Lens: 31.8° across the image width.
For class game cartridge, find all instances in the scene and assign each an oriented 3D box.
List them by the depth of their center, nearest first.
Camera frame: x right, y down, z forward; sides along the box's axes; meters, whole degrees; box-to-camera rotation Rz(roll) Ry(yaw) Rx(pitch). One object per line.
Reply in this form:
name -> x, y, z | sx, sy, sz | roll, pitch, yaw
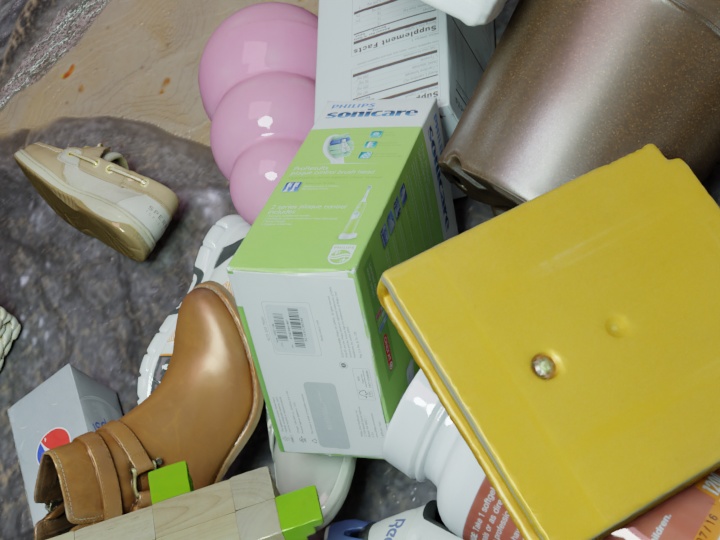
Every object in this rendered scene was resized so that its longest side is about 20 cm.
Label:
game cartridge -> 0.135, 0.037, 0.685 | 0.198, 0.033, 0.177 | -24, 68, -19

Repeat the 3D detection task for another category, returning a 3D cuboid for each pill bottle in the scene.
pill bottle -> 0.116, 0.125, 0.723 | 0.199, 0.112, 0.113 | 31, 80, 18

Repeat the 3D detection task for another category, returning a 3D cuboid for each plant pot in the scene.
plant pot -> 0.161, -0.113, 0.830 | 0.199, 0.200, 0.200 | 32, 88, 39

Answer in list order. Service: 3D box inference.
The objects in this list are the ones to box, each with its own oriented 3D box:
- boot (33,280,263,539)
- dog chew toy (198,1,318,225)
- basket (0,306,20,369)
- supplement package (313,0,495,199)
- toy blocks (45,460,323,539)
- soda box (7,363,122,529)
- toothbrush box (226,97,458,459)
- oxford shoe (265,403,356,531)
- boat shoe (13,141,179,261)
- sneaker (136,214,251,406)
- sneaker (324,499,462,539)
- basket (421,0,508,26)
boot -> -0.148, 0.110, 0.850 | 0.076, 0.154, 0.203 | 11, 99, 46
dog chew toy -> -0.065, -0.113, 0.990 | 0.123, 0.125, 0.202 | -20, 51, 18
basket -> -0.428, 0.073, 1.073 | 0.198, 0.161, 0.200 | 10, 68, 35
supplement package -> 0.037, -0.162, 0.969 | 0.108, 0.114, 0.202 | -13, 56, 23
toy blocks -> -0.107, 0.205, 0.791 | 0.197, 0.138, 0.101 | -18, 44, -1
soda box -> -0.202, 0.173, 0.946 | 0.068, 0.063, 0.201 | -35, 51, 10
toothbrush box -> 0.000, 0.000, 0.824 | 0.085, 0.147, 0.201 | 2, 37, 20
oxford shoe -> -0.043, 0.091, 0.882 | 0.075, 0.058, 0.202 | -31, 40, 28
boat shoe -> -0.228, -0.073, 1.107 | 0.199, 0.074, 0.069 | 30, 68, 37
sneaker -> -0.103, 0.049, 0.955 | 0.079, 0.074, 0.202 | 8, 68, 31
sneaker -> 0.050, 0.220, 0.761 | 0.114, 0.081, 0.201 | -28, 51, 16
basket -> 0.059, -0.255, 0.818 | 0.134, 0.200, 0.124 | 26, 114, 3
